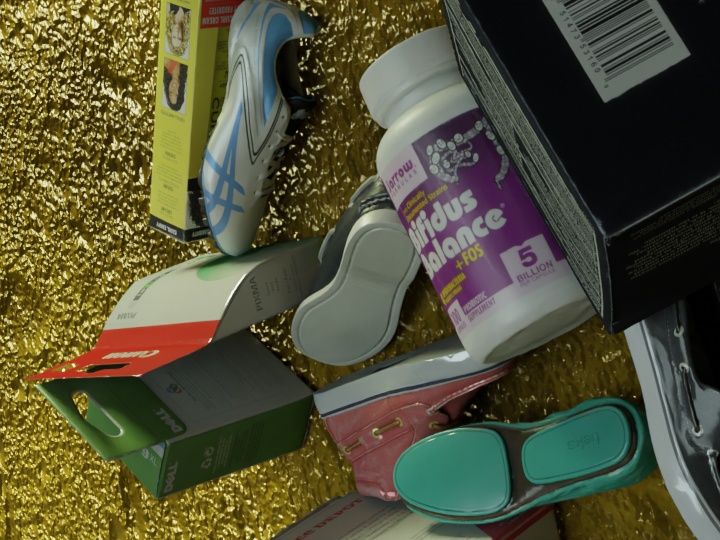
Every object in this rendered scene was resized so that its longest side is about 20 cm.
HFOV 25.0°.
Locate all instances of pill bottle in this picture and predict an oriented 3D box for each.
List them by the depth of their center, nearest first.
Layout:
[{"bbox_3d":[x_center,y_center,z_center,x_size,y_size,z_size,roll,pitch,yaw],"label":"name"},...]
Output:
[{"bbox_3d":[0.077,-0.052,1.042,0.112,0.112,0.201,-41,70,45],"label":"pill bottle"}]

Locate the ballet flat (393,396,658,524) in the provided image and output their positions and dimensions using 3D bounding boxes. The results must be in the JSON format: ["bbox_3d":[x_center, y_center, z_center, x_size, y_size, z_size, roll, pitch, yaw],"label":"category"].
[{"bbox_3d":[0.115,0.131,1.071,0.199,0.070,0.068,-18,66,37],"label":"ballet flat"}]

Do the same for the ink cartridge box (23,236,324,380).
[{"bbox_3d":[-0.141,0.029,1.237,0.160,0.199,0.051,-7,101,47],"label":"ink cartridge box"}]

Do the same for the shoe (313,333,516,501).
[{"bbox_3d":[0.051,0.103,1.148,0.199,0.071,0.092,-23,92,47],"label":"shoe"}]

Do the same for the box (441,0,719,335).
[{"bbox_3d":[0.137,-0.098,0.884,0.201,0.122,0.199,62,180,18],"label":"box"}]

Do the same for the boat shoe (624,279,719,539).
[{"bbox_3d":[0.213,0.074,0.964,0.066,0.069,0.202,-30,70,48],"label":"boat shoe"}]

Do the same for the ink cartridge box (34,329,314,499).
[{"bbox_3d":[-0.145,0.114,1.262,0.104,0.199,0.060,40,129,34],"label":"ink cartridge box"}]

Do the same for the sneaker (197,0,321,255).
[{"bbox_3d":[-0.075,-0.103,1.225,0.072,0.072,0.202,16,109,15],"label":"sneaker"}]

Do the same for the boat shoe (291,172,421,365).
[{"bbox_3d":[0.000,0.000,1.179,0.201,0.073,0.061,113,170,-53],"label":"boat shoe"}]

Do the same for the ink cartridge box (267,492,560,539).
[{"bbox_3d":[0.025,0.219,1.129,0.199,0.145,0.086,-4,105,43],"label":"ink cartridge box"}]

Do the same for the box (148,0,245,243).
[{"bbox_3d":[-0.120,-0.128,1.269,0.050,0.075,0.202,23,115,40],"label":"box"}]
